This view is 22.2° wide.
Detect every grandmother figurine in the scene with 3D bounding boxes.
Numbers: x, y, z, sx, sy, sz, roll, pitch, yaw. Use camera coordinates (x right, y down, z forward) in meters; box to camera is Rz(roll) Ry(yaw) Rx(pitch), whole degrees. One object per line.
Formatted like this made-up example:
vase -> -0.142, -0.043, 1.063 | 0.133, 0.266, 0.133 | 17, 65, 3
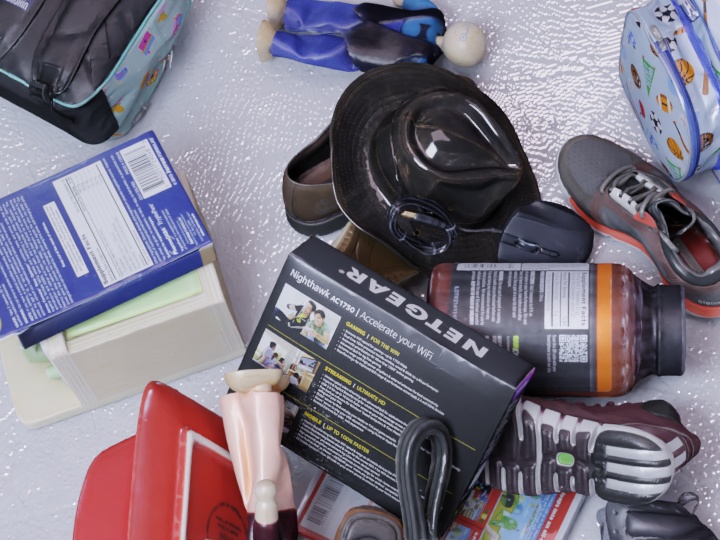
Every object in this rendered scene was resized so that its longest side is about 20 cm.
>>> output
grandmother figurine -> -0.067, 0.177, 1.336 | 0.060, 0.121, 0.201 | -8, 78, 14

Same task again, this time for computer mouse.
computer mouse -> 0.108, -0.027, 1.456 | 0.199, 0.059, 0.034 | 5, 29, -31

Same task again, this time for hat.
hat -> 0.076, -0.093, 1.481 | 0.199, 0.081, 0.202 | 10, 67, -24

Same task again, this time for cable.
cable -> 0.040, 0.210, 1.337 | 0.097, 0.050, 0.201 | -19, 100, -31

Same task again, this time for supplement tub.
supplement tub -> 0.153, 0.047, 1.434 | 0.199, 0.107, 0.108 | 1, 64, 7

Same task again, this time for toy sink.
toy sink -> -0.211, 0.024, 1.493 | 0.199, 0.112, 0.131 | -19, 62, -1

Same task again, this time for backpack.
backpack -> 0.299, -0.151, 1.472 | 0.154, 0.200, 0.191 | -31, 70, -2
backpack -> -0.241, -0.225, 1.596 | 0.175, 0.153, 0.201 | 26, 80, 17

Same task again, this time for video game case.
video game case -> 0.063, 0.180, 1.431 | 0.199, 0.017, 0.143 | 23, 69, 18

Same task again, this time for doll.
doll -> 0.012, -0.200, 1.605 | 0.199, 0.049, 0.137 | 6, 53, 10

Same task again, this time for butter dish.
butter dish -> -0.154, 0.212, 1.374 | 0.147, 0.200, 0.201 | -14, 60, 27

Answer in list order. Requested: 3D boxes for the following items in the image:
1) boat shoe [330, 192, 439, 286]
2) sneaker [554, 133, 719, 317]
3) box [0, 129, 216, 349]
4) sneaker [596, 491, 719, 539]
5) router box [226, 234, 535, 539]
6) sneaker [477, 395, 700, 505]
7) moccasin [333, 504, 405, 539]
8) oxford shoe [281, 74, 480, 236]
boat shoe -> 0.000, 0.000, 1.497 | 0.072, 0.065, 0.200 | 46, 59, -3
sneaker -> 0.237, -0.053, 1.483 | 0.077, 0.082, 0.200 | -40, 66, -12
box -> -0.227, -0.019, 1.436 | 0.199, 0.032, 0.121 | -24, 63, -11
sneaker -> 0.184, 0.237, 1.357 | 0.199, 0.076, 0.114 | -22, 62, -9
router box -> 0.011, 0.089, 1.380 | 0.199, 0.150, 0.051 | 31, 27, 10
sneaker -> 0.168, 0.129, 1.405 | 0.199, 0.115, 0.076 | 12, 108, 36
moccasin -> -0.016, 0.274, 1.364 | 0.073, 0.078, 0.203 | 8, 84, -2
oxford shoe -> 0.020, -0.109, 1.542 | 0.200, 0.085, 0.073 | -37, 60, -13
